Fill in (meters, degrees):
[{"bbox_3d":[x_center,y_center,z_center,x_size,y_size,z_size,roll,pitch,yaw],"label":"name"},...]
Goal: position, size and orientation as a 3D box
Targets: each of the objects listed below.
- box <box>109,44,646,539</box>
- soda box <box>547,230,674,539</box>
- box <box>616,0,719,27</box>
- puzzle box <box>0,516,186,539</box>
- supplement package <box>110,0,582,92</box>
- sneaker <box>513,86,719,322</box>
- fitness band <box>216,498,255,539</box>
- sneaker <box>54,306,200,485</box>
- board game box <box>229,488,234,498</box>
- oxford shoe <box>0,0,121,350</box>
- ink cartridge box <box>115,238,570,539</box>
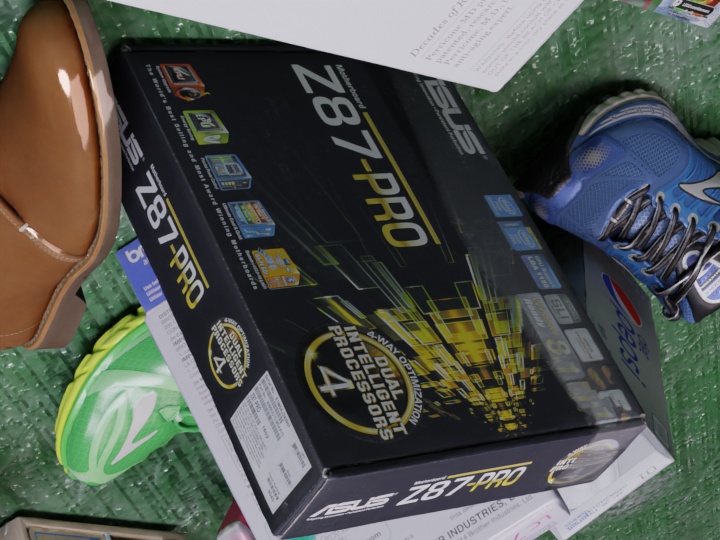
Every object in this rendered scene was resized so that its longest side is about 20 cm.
[{"bbox_3d":[0.000,0.000,0.804,0.160,0.201,0.049,-2,144,-39],"label":"box"},{"bbox_3d":[0.102,0.047,0.995,0.068,0.064,0.200,-38,-167,16],"label":"soda box"},{"bbox_3d":[0.118,-0.170,0.807,0.199,0.040,0.137,7,136,-47],"label":"box"},{"bbox_3d":[-0.114,0.225,1.062,0.025,0.201,0.133,-33,153,27],"label":"puzzle box"},{"bbox_3d":[-0.008,-0.149,0.647,0.199,0.117,0.117,6,136,-48],"label":"supplement package"},{"bbox_3d":[0.154,-0.027,1.016,0.199,0.090,0.079,10,132,-49],"label":"sneaker"},{"bbox_3d":[0.003,0.077,0.977,0.143,0.037,0.200,-37,-165,33],"label":"fitness band"},{"bbox_3d":[-0.053,0.045,0.950,0.199,0.084,0.074,-30,152,3],"label":"sneaker"},{"bbox_3d":[0.015,0.118,1.158,0.164,0.057,0.200,-24,151,-6],"label":"board game box"},{"bbox_3d":[-0.134,-0.028,0.779,0.071,0.072,0.201,-8,146,-25],"label":"oxford shoe"},{"bbox_3d":[-0.011,0.048,0.876,0.119,0.201,0.042,-32,161,5],"label":"ink cartridge box"}]
